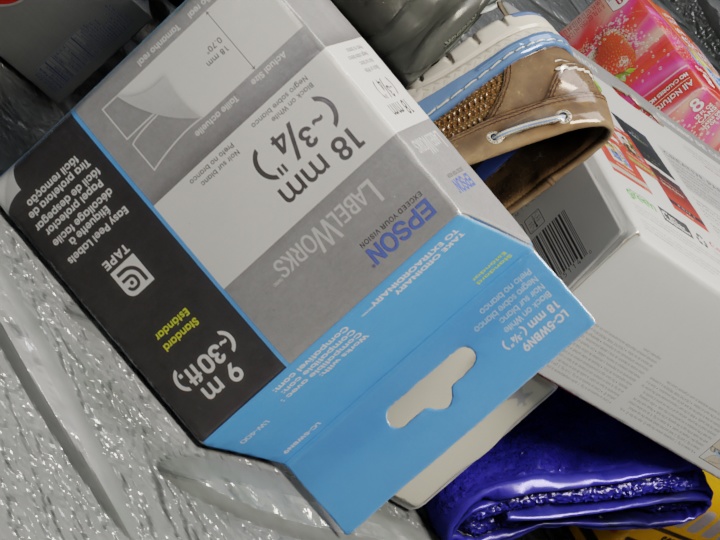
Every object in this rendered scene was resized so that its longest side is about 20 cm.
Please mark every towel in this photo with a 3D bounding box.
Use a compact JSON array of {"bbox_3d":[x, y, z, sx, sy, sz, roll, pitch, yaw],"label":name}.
[{"bbox_3d":[0.070,0.043,1.208,0.147,0.050,0.200,-3,43,-28],"label":"towel"}]

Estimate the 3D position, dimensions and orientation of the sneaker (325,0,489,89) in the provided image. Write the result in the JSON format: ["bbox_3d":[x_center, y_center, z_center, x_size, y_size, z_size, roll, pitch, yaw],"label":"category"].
[{"bbox_3d":[-0.007,-0.131,1.083,0.091,0.076,0.200,44,-9,-13],"label":"sneaker"}]

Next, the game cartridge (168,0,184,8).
[{"bbox_3d":[-0.073,-0.179,1.164,0.200,0.038,0.131,36,51,-55],"label":"game cartridge"}]

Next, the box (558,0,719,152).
[{"bbox_3d":[0.114,-0.048,1.381,0.095,0.200,0.100,34,21,-47],"label":"box"}]

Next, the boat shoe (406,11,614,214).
[{"bbox_3d":[0.018,-0.024,1.049,0.072,0.200,0.072,50,1,32],"label":"boat shoe"}]

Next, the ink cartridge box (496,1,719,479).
[{"bbox_3d":[0.126,-0.009,1.164,0.200,0.084,0.176,30,25,-39],"label":"ink cartridge box"}]

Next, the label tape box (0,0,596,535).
[{"bbox_3d":[-0.026,-0.007,0.992,0.200,0.144,0.063,49,15,2],"label":"label tape box"}]

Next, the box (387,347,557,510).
[{"bbox_3d":[0.000,0.000,1.151,0.078,0.095,0.200,32,21,-46],"label":"box"}]

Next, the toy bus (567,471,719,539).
[{"bbox_3d":[0.163,0.128,1.324,0.200,0.078,0.065,24,29,-57],"label":"toy bus"}]

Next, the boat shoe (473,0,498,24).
[{"bbox_3d":[0.018,-0.156,1.351,0.199,0.068,0.074,7,59,-58],"label":"boat shoe"}]

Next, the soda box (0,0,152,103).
[{"bbox_3d":[-0.183,-0.166,1.094,0.200,0.063,0.068,40,19,-28],"label":"soda box"}]
